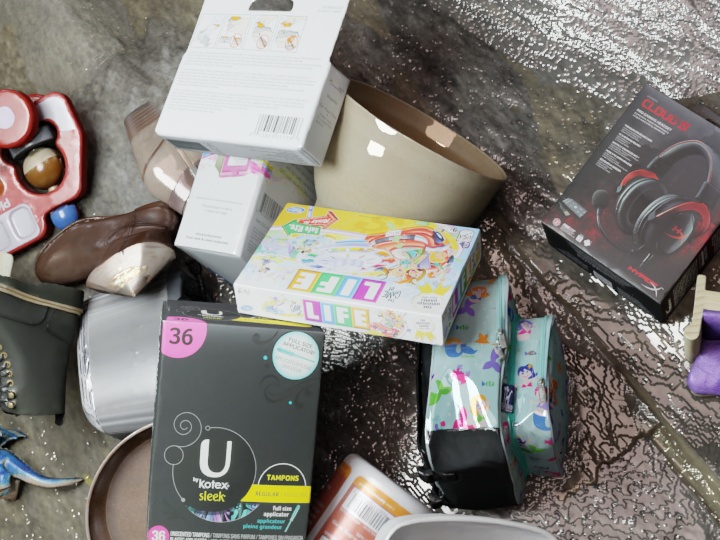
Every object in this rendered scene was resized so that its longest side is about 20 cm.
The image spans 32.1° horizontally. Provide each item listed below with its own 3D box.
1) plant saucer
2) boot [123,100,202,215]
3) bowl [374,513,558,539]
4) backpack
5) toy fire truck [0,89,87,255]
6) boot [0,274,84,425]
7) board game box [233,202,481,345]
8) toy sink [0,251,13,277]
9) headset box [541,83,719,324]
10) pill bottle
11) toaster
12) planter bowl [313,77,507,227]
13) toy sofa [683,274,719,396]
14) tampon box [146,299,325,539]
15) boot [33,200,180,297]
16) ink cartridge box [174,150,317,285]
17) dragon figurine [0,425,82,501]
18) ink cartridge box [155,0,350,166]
[{"bbox_3d":[-0.173,0.241,1.250,0.197,0.034,0.204,-1,99,-8],"label":"plant saucer"},{"bbox_3d":[-0.164,-0.156,1.405,0.199,0.070,0.147,-39,73,-9],"label":"boot"},{"bbox_3d":[0.082,0.319,1.134,0.197,0.074,0.203,10,87,-22],"label":"bowl"},{"bbox_3d":[0.121,0.106,1.182,0.148,0.178,0.203,-9,60,9],"label":"backpack"},{"bbox_3d":[-0.400,-0.108,1.443,0.198,0.112,0.170,-25,92,7],"label":"toy fire truck"},{"bbox_3d":[-0.362,0.076,1.224,0.077,0.198,0.141,-5,78,49],"label":"boot"},{"bbox_3d":[0.000,0.000,1.155,0.197,0.035,0.135,8,39,18],"label":"board game box"},{"bbox_3d":[-0.458,0.052,1.333,0.111,0.199,0.132,16,72,-26],"label":"toy sink"},{"bbox_3d":[0.298,-0.075,1.245,0.148,0.075,0.201,37,85,23],"label":"headset box"},{"bbox_3d":[-0.022,0.287,1.196,0.112,0.112,0.201,33,84,22],"label":"pill bottle"},{"bbox_3d":[-0.221,0.087,1.315,0.127,0.114,0.203,-14,70,13],"label":"toaster"},{"bbox_3d":[0.031,-0.088,1.273,0.199,0.199,0.136,37,107,22],"label":"planter bowl"},{"bbox_3d":[0.403,0.073,1.164,0.197,0.083,0.099,8,73,17],"label":"toy sofa"},{"bbox_3d":[-0.119,0.139,1.163,0.147,0.126,0.204,4,97,-9],"label":"tampon box"},{"bbox_3d":[-0.275,-0.006,1.318,0.184,0.200,0.065,-26,110,4],"label":"boot"},{"bbox_3d":[-0.101,-0.090,1.320,0.084,0.144,0.203,10,75,27],"label":"ink cartridge box"},{"bbox_3d":[-0.402,0.196,1.358,0.197,0.059,0.101,-7,71,14],"label":"dragon figurine"},{"bbox_3d":[-0.097,-0.199,1.241,0.198,0.043,0.176,10,75,36],"label":"ink cartridge box"}]
